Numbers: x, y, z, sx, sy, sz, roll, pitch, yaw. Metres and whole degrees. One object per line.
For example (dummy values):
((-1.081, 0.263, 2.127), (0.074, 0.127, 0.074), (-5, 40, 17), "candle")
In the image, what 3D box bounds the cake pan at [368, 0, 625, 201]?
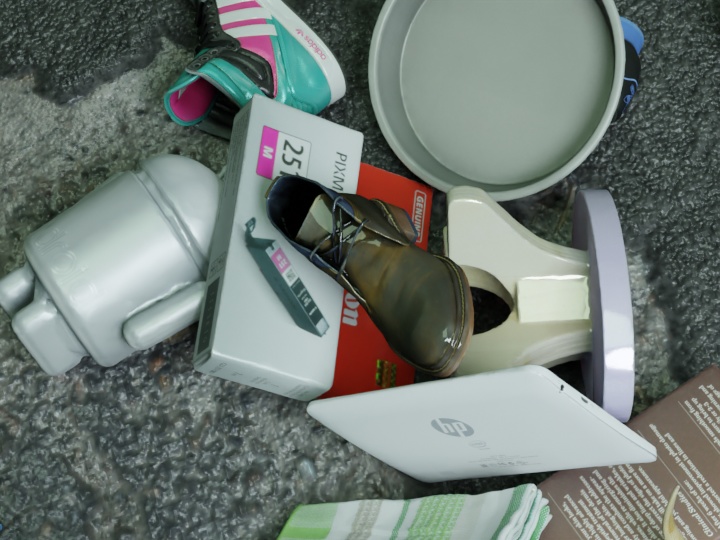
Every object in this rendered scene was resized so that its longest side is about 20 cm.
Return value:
((0.103, -0.153, 1.024), (0.198, 0.037, 0.203), (1, 92, 22), "cake pan")

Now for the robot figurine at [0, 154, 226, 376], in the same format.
((-0.166, -0.008, 1.003), (0.199, 0.113, 0.170), (-35, 52, -10), "robot figurine")

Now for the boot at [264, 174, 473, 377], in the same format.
((0.000, 0.000, 0.867), (0.075, 0.096, 0.200), (-62, 26, 14), "boot")

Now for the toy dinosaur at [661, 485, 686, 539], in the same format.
((0.217, 0.211, 0.859), (0.102, 0.200, 0.058), (-56, 30, -11), "toy dinosaur")

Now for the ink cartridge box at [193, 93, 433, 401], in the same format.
((-0.021, -0.005, 0.976), (0.172, 0.043, 0.202), (17, 65, -22), "ink cartridge box")

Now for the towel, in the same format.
((0.007, 0.187, 0.856), (0.198, 0.031, 0.149), (-10, 22, 34), "towel")

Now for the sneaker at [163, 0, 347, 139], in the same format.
((-0.119, -0.176, 1.095), (0.120, 0.084, 0.200), (-38, 68, -21), "sneaker")

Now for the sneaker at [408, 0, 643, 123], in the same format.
((0.120, -0.169, 1.067), (0.198, 0.070, 0.079), (11, 62, 11), "sneaker")

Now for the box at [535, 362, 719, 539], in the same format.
((0.185, 0.164, 0.909), (0.199, 0.075, 0.101), (-32, 66, -10), "box")

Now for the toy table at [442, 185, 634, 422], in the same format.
((0.117, 0.024, 0.933), (0.116, 0.186, 0.200), (-2, 23, 2), "toy table")

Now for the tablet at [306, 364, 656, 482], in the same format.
((0.073, 0.103, 0.868), (0.199, 0.130, 0.014), (-15, 51, 43), "tablet")

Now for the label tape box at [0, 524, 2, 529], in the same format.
((-0.287, 0.249, 0.884), (0.066, 0.144, 0.201), (21, 70, 16), "label tape box")
